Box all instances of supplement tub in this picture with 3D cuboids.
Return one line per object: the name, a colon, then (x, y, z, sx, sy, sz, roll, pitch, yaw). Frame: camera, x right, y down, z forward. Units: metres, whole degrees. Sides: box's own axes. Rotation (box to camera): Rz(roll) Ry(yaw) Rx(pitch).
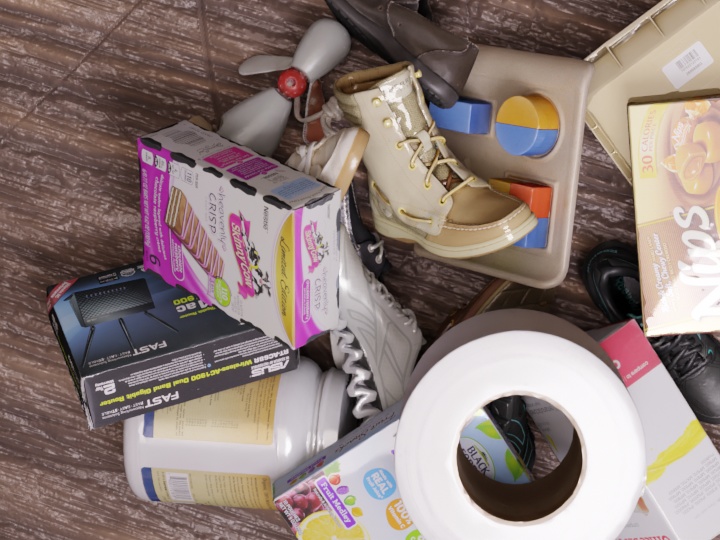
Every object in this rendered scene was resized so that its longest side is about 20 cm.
supplement tub: (-0.109, 0.148, 1.723, 0.199, 0.144, 0.145, 3, 98, 8)

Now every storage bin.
storage bin: (0.311, -0.148, 1.647, 0.200, 0.094, 0.199, -36, 91, 12)

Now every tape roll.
tape roll: (0.128, 0.139, 1.519, 0.201, 0.139, 0.204, 0, 96, 4)

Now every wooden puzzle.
wooden puzzle: (0.117, -0.098, 1.655, 0.185, 0.046, 0.201, 16, 100, 47)

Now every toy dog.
toy dog: (-0.083, -0.138, 1.722, 0.199, 0.096, 0.132, -27, 85, -2)

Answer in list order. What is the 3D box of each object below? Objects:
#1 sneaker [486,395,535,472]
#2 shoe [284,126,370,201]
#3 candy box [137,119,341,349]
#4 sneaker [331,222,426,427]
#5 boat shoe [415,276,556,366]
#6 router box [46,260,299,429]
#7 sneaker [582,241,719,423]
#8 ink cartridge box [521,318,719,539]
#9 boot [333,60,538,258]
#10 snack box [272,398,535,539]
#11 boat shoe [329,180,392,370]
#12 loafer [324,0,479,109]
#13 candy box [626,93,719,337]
sneaker: (0.121, 0.150, 1.705, 0.075, 0.079, 0.201, 26, 122, 34)
shoe: (-0.055, -0.066, 1.626, 0.053, 0.070, 0.200, 27, 140, -15)
candy box: (-0.107, -0.033, 1.612, 0.199, 0.061, 0.137, 24, 126, 37)
sneaker: (0.011, 0.043, 1.654, 0.081, 0.075, 0.201, -14, 111, 10)
boat shoe: (0.102, 0.060, 1.712, 0.072, 0.068, 0.200, 22, 112, -39)
router box: (-0.172, 0.052, 1.681, 0.199, 0.150, 0.062, -16, 127, -14)
sneaker: (0.272, 0.064, 1.680, 0.075, 0.079, 0.200, -42, 91, 7)
ink cartridge box: (0.239, 0.155, 1.662, 0.083, 0.145, 0.200, -34, 91, -19)
boot: (0.060, -0.098, 1.595, 0.073, 0.200, 0.156, -31, 116, -26)
snack box: (0.041, 0.197, 1.633, 0.200, 0.053, 0.143, -33, 103, 6)
boat shoe: (0.000, 0.000, 1.711, 0.060, 0.074, 0.201, -1, 109, 13)
loafer: (0.032, -0.228, 1.677, 0.071, 0.073, 0.200, -45, 71, -1)
candy box: (0.292, -0.048, 1.587, 0.115, 0.055, 0.201, -4, 98, 9)
